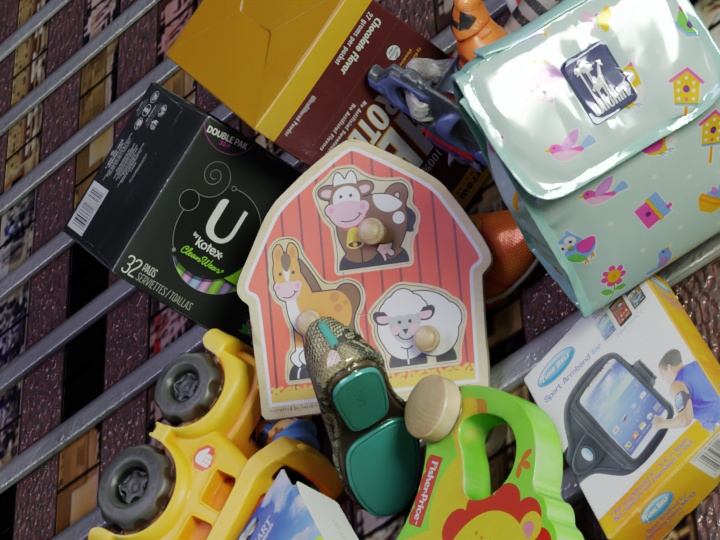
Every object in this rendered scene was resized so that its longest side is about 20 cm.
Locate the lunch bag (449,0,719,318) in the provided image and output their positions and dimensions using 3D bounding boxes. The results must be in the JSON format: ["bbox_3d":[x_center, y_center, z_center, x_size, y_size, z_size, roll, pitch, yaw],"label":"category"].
[{"bbox_3d":[0.165,-0.097,1.588,0.170,0.201,0.122,-31,38,-2],"label":"lunch bag"}]

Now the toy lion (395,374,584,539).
[{"bbox_3d":[0.086,0.182,1.612,0.191,0.068,0.202,9,79,55],"label":"toy lion"}]

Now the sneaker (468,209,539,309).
[{"bbox_3d":[0.059,-0.008,1.805,0.199,0.077,0.073,-20,48,37],"label":"sneaker"}]

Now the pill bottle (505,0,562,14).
[{"bbox_3d":[0.209,-0.244,1.763,0.199,0.114,0.115,-26,45,40],"label":"pill bottle"}]

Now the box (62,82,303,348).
[{"bbox_3d":[-0.110,-0.032,1.935,0.149,0.199,0.124,-58,32,1],"label":"box"}]

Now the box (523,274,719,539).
[{"bbox_3d":[0.183,0.084,1.603,0.119,0.041,0.200,-48,37,16],"label":"box"}]

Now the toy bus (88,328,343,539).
[{"bbox_3d":[-0.082,0.169,1.817,0.191,0.136,0.201,19,77,43],"label":"toy bus"}]

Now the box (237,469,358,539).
[{"bbox_3d":[-0.043,0.236,1.653,0.122,0.047,0.200,-58,24,11],"label":"box"}]

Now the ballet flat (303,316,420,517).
[{"bbox_3d":[-0.002,0.097,1.705,0.067,0.201,0.075,-27,53,-7],"label":"ballet flat"}]

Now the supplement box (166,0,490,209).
[{"bbox_3d":[-0.012,-0.147,1.897,0.133,0.199,0.197,-55,34,4],"label":"supplement box"}]

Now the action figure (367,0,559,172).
[{"bbox_3d":[0.118,-0.134,1.760,0.105,0.200,0.194,-49,-6,-39],"label":"action figure"}]

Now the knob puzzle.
[{"bbox_3d":[0.000,0.000,1.766,0.218,0.030,0.222,-2,81,15],"label":"knob puzzle"}]
